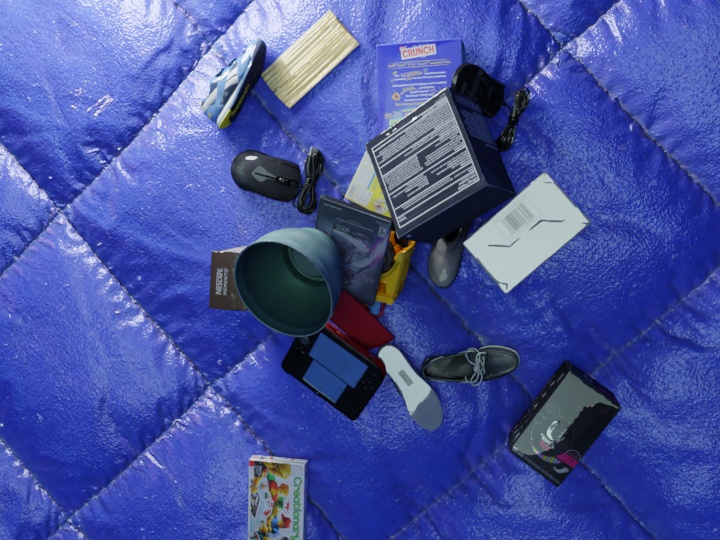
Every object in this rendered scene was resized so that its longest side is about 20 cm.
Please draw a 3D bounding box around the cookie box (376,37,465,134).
[{"bbox_3d":[0.123,-0.342,1.520,0.170,0.075,0.201,-1,95,11],"label":"cookie box"}]

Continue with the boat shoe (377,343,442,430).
[{"bbox_3d":[0.104,0.233,1.586,0.068,0.057,0.201,-33,89,3],"label":"boat shoe"}]

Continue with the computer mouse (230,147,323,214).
[{"bbox_3d":[-0.182,-0.199,1.604,0.199,0.053,0.139,12,98,10],"label":"computer mouse"}]

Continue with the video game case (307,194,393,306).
[{"bbox_3d":[-0.023,-0.035,1.462,0.142,0.019,0.201,20,126,10],"label":"video game case"}]

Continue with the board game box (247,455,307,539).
[{"bbox_3d":[-0.179,0.507,1.676,0.125,0.035,0.201,2,95,10],"label":"board game box"}]

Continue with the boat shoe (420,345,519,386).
[{"bbox_3d":[0.220,0.191,1.556,0.199,0.062,0.075,-2,93,11],"label":"boat shoe"}]

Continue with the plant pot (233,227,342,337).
[{"bbox_3d":[-0.114,0.003,1.429,0.199,0.134,0.201,14,125,20],"label":"plant pot"}]

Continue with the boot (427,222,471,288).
[{"bbox_3d":[0.172,-0.058,1.507,0.069,0.132,0.201,14,98,8],"label":"boot"}]

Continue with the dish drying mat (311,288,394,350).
[{"bbox_3d":[-0.013,0.101,1.543,0.076,0.018,0.200,-25,134,20],"label":"dish drying mat"}]

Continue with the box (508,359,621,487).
[{"bbox_3d":[0.393,0.296,1.509,0.122,0.106,0.201,35,100,6],"label":"box"}]

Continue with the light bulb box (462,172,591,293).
[{"bbox_3d":[0.309,-0.072,1.444,0.198,0.200,0.125,-41,86,12],"label":"light bulb box"}]

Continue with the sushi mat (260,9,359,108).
[{"bbox_3d":[-0.105,-0.432,1.588,0.200,0.012,0.096,-40,89,12],"label":"sushi mat"}]

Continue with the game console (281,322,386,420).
[{"bbox_3d":[-0.057,0.202,1.595,0.200,0.031,0.177,36,124,7],"label":"game console"}]

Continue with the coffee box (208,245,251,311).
[{"bbox_3d":[-0.225,0.011,1.554,0.079,0.200,0.115,5,95,13],"label":"coffee box"}]

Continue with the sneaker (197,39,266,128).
[{"bbox_3d":[-0.265,-0.395,1.593,0.082,0.074,0.201,35,99,8],"label":"sneaker"}]

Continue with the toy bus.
[{"bbox_3d":[0.000,0.000,1.559,0.199,0.136,0.193,13,113,12],"label":"toy bus"}]

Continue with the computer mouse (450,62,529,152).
[{"bbox_3d":[0.228,-0.306,1.476,0.046,0.199,0.141,28,104,53],"label":"computer mouse"}]

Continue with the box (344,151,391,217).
[{"bbox_3d":[0.082,-0.154,1.560,0.199,0.048,0.118,29,99,10],"label":"box"}]

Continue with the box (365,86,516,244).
[{"bbox_3d":[0.141,-0.181,1.393,0.199,0.123,0.199,-30,68,32],"label":"box"}]
